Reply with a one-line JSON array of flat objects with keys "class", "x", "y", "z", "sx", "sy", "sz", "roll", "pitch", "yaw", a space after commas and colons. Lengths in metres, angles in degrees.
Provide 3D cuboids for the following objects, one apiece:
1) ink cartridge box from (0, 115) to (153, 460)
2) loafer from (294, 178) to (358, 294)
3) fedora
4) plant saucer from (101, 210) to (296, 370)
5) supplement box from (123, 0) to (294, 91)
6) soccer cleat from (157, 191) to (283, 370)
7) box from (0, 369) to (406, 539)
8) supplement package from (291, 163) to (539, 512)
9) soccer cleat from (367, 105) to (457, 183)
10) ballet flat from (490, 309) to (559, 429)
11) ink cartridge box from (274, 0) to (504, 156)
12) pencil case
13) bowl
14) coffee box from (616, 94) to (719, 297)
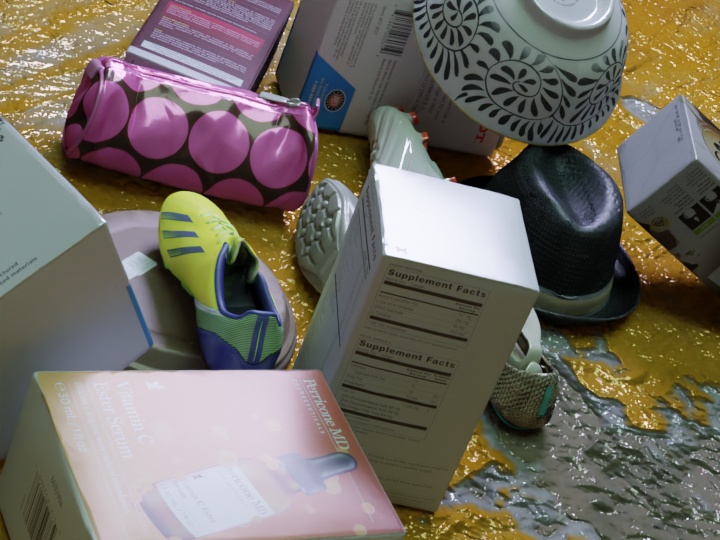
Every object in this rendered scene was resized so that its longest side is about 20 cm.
[{"class": "ink cartridge box", "x": -0.259, "y": -0.008, "z": 1.249, "sx": 0.146, "sy": 0.147, "sz": 0.200, "roll": -38, "pitch": 59, "yaw": -16}, {"class": "loafer", "x": 0.000, "y": 0.000, "z": 1.515, "sx": 0.070, "sy": 0.070, "sz": 0.200, "roll": 25, "pitch": 27, "yaw": -30}, {"class": "fedora", "x": 0.163, "y": -0.045, "z": 1.640, "sx": 0.200, "sy": 0.092, "sz": 0.201, "roll": 16, "pitch": 34, "yaw": -11}, {"class": "plant saucer", "x": -0.139, "y": 0.018, "z": 1.436, "sx": 0.200, "sy": 0.029, "sz": 0.200, "roll": 15, "pitch": 35, "yaw": -11}, {"class": "supplement box", "x": -0.135, "y": -0.190, "z": 1.703, "sx": 0.109, "sy": 0.061, "sz": 0.200, "roll": 23, "pitch": 34, "yaw": -1}, {"class": "soccer cleat", "x": -0.095, "y": -0.002, "z": 1.387, "sx": 0.065, "sy": 0.084, "sz": 0.200, "roll": 5, "pitch": 37, "yaw": -24}, {"class": "box", "x": -0.100, "y": 0.148, "z": 1.200, "sx": 0.200, "sy": 0.106, "sz": 0.152, "roll": 0, "pitch": 39, "yaw": -30}, {"class": "supplement package", "x": 0.031, "y": 0.047, "z": 1.335, "sx": 0.109, "sy": 0.200, "sz": 0.114, "roll": 13, "pitch": 35, "yaw": -13}, {"class": "soccer cleat", "x": 0.029, "y": -0.077, "z": 1.637, "sx": 0.077, "sy": 0.069, "sz": 0.200, "roll": -20, "pitch": 36, "yaw": -6}, {"class": "ballet flat", "x": 0.101, "y": 0.034, "z": 1.510, "sx": 0.068, "sy": 0.075, "sz": 0.200, "roll": -1, "pitch": 39, "yaw": -30}, {"class": "ink cartridge box", "x": 0.044, "y": -0.194, "z": 1.737, "sx": 0.200, "sy": 0.146, "sz": 0.084, "roll": 8, "pitch": 34, "yaw": -23}, {"class": "pencil case", "x": -0.133, "y": -0.113, "z": 1.565, "sx": 0.200, "sy": 0.094, "sz": 0.091, "roll": 11, "pitch": 30, "yaw": -17}, {"class": "bowl", "x": 0.153, "y": -0.213, "z": 1.642, "sx": 0.200, "sy": 0.094, "sz": 0.201, "roll": 11, "pitch": 60, "yaw": -20}, {"class": "coffee box", "x": 0.316, "y": -0.039, "z": 1.670, "sx": 0.200, "sy": 0.080, "sz": 0.113, "roll": 40, "pitch": 26, "yaw": -21}]
